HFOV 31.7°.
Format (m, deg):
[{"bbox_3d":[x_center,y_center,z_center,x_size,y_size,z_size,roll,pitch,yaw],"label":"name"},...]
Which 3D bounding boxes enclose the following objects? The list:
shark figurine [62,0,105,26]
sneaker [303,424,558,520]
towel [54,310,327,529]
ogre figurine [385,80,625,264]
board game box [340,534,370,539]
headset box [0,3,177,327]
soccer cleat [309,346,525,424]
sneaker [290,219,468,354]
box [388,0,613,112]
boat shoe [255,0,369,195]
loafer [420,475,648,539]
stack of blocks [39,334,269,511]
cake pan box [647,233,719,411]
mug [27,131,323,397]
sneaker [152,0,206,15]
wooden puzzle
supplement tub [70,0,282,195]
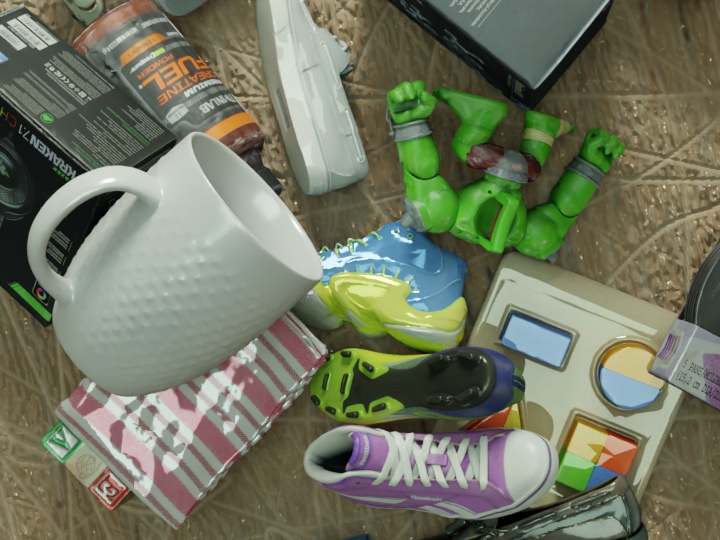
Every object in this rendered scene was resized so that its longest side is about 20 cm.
[{"bbox_3d":[-0.228,-0.332,1.097,0.128,0.090,0.215,29,102,-28],"label":"shark figurine"},{"bbox_3d":[0.049,0.156,1.005,0.200,0.114,0.073,-10,66,27],"label":"sneaker"},{"bbox_3d":[-0.140,0.093,1.042,0.146,0.030,0.200,42,93,6],"label":"towel"},{"bbox_3d":[0.109,-0.078,1.041,0.200,0.098,0.120,11,95,-36],"label":"ogre figurine"},{"bbox_3d":[-0.067,0.345,1.078,0.199,0.056,0.196,-14,88,5],"label":"board game box"},{"bbox_3d":[-0.268,-0.078,1.039,0.174,0.093,0.200,41,134,7],"label":"headset box"},{"bbox_3d":[0.043,0.099,1.046,0.200,0.084,0.065,-6,72,39],"label":"soccer cleat"},{"bbox_3d":[0.000,0.000,1.079,0.199,0.076,0.105,18,73,6],"label":"sneaker"},{"bbox_3d":[0.095,-0.236,1.024,0.200,0.148,0.107,40,93,5],"label":"box"},{"bbox_3d":[-0.039,-0.166,1.080,0.068,0.072,0.201,-14,81,-16],"label":"boat shoe"},{"bbox_3d":[0.132,0.209,1.042,0.199,0.072,0.063,-12,98,16],"label":"loafer"},{"bbox_3d":[-0.181,0.092,1.091,0.115,0.059,0.200,43,93,5],"label":"stack of blocks"},{"bbox_3d":[0.354,0.044,1.022,0.200,0.052,0.185,28,90,-10],"label":"cake pan box"},{"bbox_3d":[-0.155,-0.004,0.943,0.175,0.200,0.148,-41,46,12],"label":"mug"},{"bbox_3d":[-0.107,-0.303,1.085,0.200,0.073,0.071,-36,63,-6],"label":"sneaker"},{"bbox_3d":[0.171,0.106,1.063,0.185,0.046,0.201,22,91,6],"label":"wooden puzzle"},{"bbox_3d":[-0.154,-0.123,1.068,0.107,0.107,0.200,-41,86,4],"label":"supplement tub"}]
